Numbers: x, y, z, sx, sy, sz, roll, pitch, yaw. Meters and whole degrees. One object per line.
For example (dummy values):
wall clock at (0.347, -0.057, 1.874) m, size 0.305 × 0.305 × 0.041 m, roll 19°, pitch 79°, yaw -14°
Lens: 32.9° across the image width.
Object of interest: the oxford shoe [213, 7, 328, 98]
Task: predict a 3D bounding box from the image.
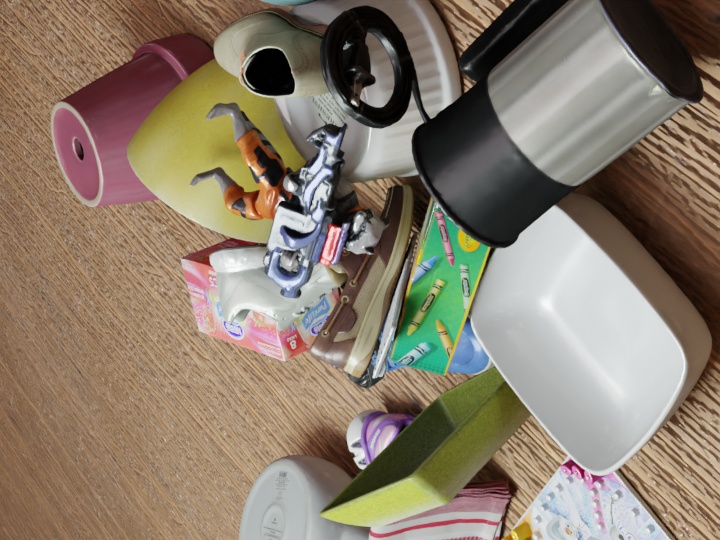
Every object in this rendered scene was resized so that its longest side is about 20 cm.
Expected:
oxford shoe at (-0.087, -0.194, 1.097) m, size 0.199 × 0.073 × 0.071 m, roll 16°, pitch 122°, yaw 51°

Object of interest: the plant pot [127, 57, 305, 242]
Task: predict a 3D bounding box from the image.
plant pot at (-0.127, -0.146, 1.284) m, size 0.200 × 0.199 × 0.143 m, roll 45°, pitch 117°, yaw 30°

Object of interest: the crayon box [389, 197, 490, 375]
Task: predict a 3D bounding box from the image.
crayon box at (0.080, -0.018, 1.090) m, size 0.058 × 0.119 × 0.201 m, roll 15°, pitch 134°, yaw 1°

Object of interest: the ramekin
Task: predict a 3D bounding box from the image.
ramekin at (-0.004, -0.175, 1.145) m, size 0.202 × 0.094 × 0.204 m, roll 33°, pitch 134°, yaw 42°

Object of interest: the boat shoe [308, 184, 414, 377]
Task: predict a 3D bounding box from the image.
boat shoe at (0.000, 0.000, 1.168) m, size 0.071 × 0.201 × 0.072 m, roll 18°, pitch 160°, yaw -1°

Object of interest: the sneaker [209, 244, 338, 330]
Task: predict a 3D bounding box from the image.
sneaker at (-0.059, 0.015, 1.284) m, size 0.198 × 0.076 × 0.093 m, roll -4°, pitch 92°, yaw 15°

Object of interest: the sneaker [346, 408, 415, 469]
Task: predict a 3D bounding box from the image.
sneaker at (0.058, 0.242, 1.332) m, size 0.088 × 0.080 × 0.202 m, roll -25°, pitch 87°, yaw 50°

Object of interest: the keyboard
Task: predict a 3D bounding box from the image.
keyboard at (0.033, 0.027, 1.120) m, size 0.011 × 0.200 × 0.057 m, roll 14°, pitch 117°, yaw 1°

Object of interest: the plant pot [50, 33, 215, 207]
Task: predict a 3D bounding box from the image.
plant pot at (-0.261, -0.163, 1.453) m, size 0.200 × 0.178 × 0.201 m, roll 34°, pitch 136°, yaw 41°

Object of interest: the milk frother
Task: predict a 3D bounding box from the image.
milk frother at (0.102, -0.145, 0.873) m, size 0.188 × 0.199 × 0.182 m, roll -40°, pitch 59°, yaw 32°

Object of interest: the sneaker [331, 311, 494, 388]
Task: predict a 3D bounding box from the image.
sneaker at (0.043, 0.079, 1.216) m, size 0.199 × 0.111 × 0.077 m, roll 11°, pitch 118°, yaw 53°

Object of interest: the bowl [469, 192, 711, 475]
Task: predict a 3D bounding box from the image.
bowl at (0.195, 0.048, 1.009) m, size 0.200 × 0.074 × 0.201 m, roll 52°, pitch 144°, yaw 23°

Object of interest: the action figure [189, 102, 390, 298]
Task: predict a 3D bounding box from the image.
action figure at (-0.055, -0.086, 1.121) m, size 0.193 × 0.105 × 0.201 m, roll 35°, pitch 131°, yaw 6°

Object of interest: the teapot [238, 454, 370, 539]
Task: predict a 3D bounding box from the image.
teapot at (-0.049, 0.324, 1.483) m, size 0.198 × 0.145 × 0.201 m, roll -56°, pitch 37°, yaw 25°

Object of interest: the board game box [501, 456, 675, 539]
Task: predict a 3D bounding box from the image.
board game box at (0.231, 0.287, 1.147) m, size 0.200 × 0.026 × 0.201 m, roll 52°, pitch 145°, yaw 23°

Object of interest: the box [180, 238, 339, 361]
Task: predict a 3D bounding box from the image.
box at (-0.117, 0.028, 1.435) m, size 0.199 × 0.094 × 0.103 m, roll 14°, pitch 121°, yaw 52°

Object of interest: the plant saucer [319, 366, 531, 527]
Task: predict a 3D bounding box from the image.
plant saucer at (0.077, 0.170, 1.153) m, size 0.048 × 0.200 × 0.200 m, roll 50°, pitch 147°, yaw -1°

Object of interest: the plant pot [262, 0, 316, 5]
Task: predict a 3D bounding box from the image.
plant pot at (-0.061, -0.312, 1.056) m, size 0.200 × 0.199 × 0.135 m, roll 50°, pitch 149°, yaw 25°

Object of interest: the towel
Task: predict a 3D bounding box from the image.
towel at (0.075, 0.298, 1.280) m, size 0.023 × 0.143 × 0.201 m, roll -108°, pitch 19°, yaw -48°
